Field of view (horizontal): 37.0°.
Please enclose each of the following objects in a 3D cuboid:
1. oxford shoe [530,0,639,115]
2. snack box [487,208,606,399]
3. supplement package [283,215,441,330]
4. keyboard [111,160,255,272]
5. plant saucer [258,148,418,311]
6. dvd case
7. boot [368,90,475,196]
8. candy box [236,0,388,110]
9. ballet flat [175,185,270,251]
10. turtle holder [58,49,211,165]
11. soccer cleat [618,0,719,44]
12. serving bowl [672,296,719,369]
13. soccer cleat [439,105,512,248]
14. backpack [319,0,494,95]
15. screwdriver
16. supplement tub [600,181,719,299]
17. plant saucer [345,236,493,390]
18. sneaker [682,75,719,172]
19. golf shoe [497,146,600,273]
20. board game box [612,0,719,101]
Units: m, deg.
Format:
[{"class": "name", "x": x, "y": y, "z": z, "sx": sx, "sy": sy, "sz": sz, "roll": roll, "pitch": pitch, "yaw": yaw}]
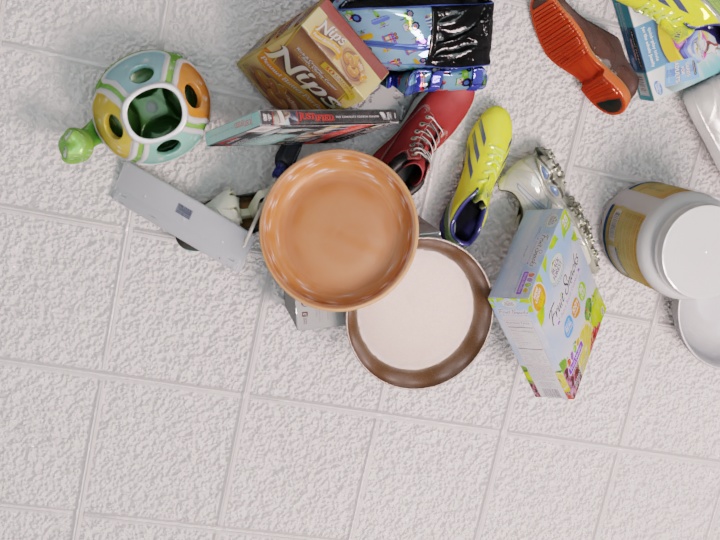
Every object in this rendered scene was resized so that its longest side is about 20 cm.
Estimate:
[{"class": "oxford shoe", "x": 0.308, "y": -0.309, "z": 1.473, "sx": 0.200, "sy": 0.071, "sz": 0.073, "roll": 49, "pitch": 61, "yaw": -15}, {"class": "snack box", "x": 0.258, "y": 0.046, "z": 1.462, "sx": 0.201, "sy": 0.067, "sz": 0.170, "roll": 58, "pitch": 45, "yaw": -35}, {"class": "supplement package", "x": 0.000, "y": 0.000, "z": 1.437, "sx": 0.197, "sy": 0.117, "sz": 0.119, "roll": -5, "pitch": 104, "yaw": -12}, {"class": "keyboard", "x": -0.228, "y": -0.069, "z": 1.379, "sx": 0.198, "sy": 0.011, "sz": 0.057, "roll": 30, "pitch": 105, "yaw": 6}, {"class": "plant saucer", "x": -0.026, "y": -0.048, "z": 1.332, "sx": 0.197, "sy": 0.037, "sz": 0.204, "roll": 0, "pitch": 81, "yaw": 2}, {"class": "dvd case", "x": -0.072, "y": -0.176, "z": 1.327, "sx": 0.198, "sy": 0.145, "sz": 0.022, "roll": -8, "pitch": 90, "yaw": -34}, {"class": "boot", "x": 0.091, "y": -0.172, "z": 1.403, "sx": 0.072, "sy": 0.144, "sz": 0.200, "roll": 43, "pitch": 90, "yaw": -18}, {"class": "candy box", "x": -0.063, "y": -0.249, "z": 1.319, "sx": 0.116, "sy": 0.199, "sz": 0.055, "roll": 47, "pitch": 68, "yaw": -18}, {"class": "ballet flat", "x": -0.148, "y": -0.082, "z": 1.406, "sx": 0.197, "sy": 0.069, "sz": 0.069, "roll": -16, "pitch": 62, "yaw": -13}, {"class": "turtle holder", "x": -0.274, "y": -0.199, "z": 1.318, "sx": 0.182, "sy": 0.132, "sz": 0.143, "roll": 3, "pitch": 103, "yaw": -14}, {"class": "soccer cleat", "x": 0.412, "y": -0.347, "z": 1.422, "sx": 0.197, "sy": 0.065, "sz": 0.085, "roll": 8, "pitch": 102, "yaw": -14}, {"class": "serving bowl", "x": 0.547, "y": 0.042, "z": 1.601, "sx": 0.197, "sy": 0.066, "sz": 0.203, "roll": -3, "pitch": 103, "yaw": -12}, {"class": "soccer cleat", "x": 0.166, "y": -0.123, "z": 1.463, "sx": 0.064, "sy": 0.084, "sz": 0.203, "roll": 18, "pitch": 98, "yaw": -16}, {"class": "backpack", "x": 0.049, "y": -0.296, "z": 1.342, "sx": 0.197, "sy": 0.183, "sz": 0.137, "roll": -7, "pitch": 112, "yaw": -17}, {"class": "screwdriver", "x": -0.112, "y": -0.107, "z": 1.368, "sx": 0.028, "sy": 0.202, "sz": 0.029, "roll": 31, "pitch": 139, "yaw": -13}, {"class": "supplement tub", "x": 0.428, "y": -0.041, "z": 1.478, "sx": 0.142, "sy": 0.200, "sz": 0.147, "roll": -2, "pitch": 101, "yaw": -9}, {"class": "plant saucer", "x": 0.074, "y": 0.053, "z": 1.389, "sx": 0.197, "sy": 0.032, "sz": 0.204, "roll": -3, "pitch": 105, "yaw": -12}, {"class": "sneaker", "x": 0.552, "y": -0.194, "z": 1.519, "sx": 0.115, "sy": 0.074, "sz": 0.201, "roll": -25, "pitch": 111, "yaw": 32}, {"class": "golf shoe", "x": 0.267, "y": -0.072, "z": 1.518, "sx": 0.096, "sy": 0.078, "sz": 0.201, "roll": -28, "pitch": 106, "yaw": 16}, {"class": "board game box", "x": 0.466, "y": -0.346, "z": 1.500, "sx": 0.198, "sy": 0.047, "sz": 0.153, "roll": -24, "pitch": 107, "yaw": -6}]
